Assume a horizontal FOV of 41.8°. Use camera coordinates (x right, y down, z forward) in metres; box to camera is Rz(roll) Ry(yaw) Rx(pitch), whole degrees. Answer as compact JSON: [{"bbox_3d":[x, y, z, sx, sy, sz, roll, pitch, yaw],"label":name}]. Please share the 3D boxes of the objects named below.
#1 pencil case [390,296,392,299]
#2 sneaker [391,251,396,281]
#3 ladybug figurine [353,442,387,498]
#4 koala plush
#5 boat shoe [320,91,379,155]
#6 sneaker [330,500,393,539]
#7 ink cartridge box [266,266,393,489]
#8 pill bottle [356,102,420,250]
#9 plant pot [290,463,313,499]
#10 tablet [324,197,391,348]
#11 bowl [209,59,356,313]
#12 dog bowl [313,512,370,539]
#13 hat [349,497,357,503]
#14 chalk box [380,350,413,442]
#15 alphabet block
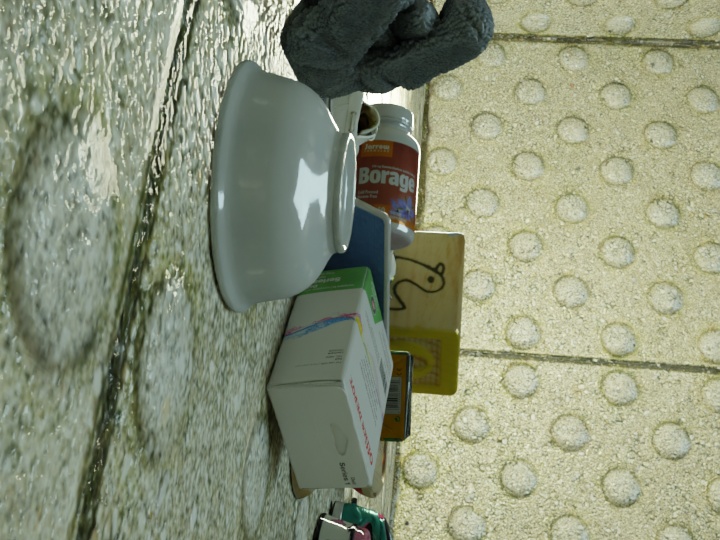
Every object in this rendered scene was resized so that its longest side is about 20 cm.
[{"bbox_3d":[0.000,0.000,1.322,0.201,0.086,0.088,81,14,-59],"label":"pencil case"},{"bbox_3d":[0.017,-0.066,1.498,0.076,0.075,0.202,48,28,-44],"label":"sneaker"},{"bbox_3d":[0.007,0.314,1.604,0.201,0.071,0.137,82,13,-64],"label":"ladybug figurine"},{"bbox_3d":[0.005,-0.285,0.894,0.176,0.183,0.202,17,59,-42],"label":"koala plush"},{"bbox_3d":[-0.009,-0.184,1.189,0.200,0.069,0.072,73,21,-72],"label":"boat shoe"},{"bbox_3d":[0.009,0.468,1.487,0.084,0.119,0.203,-39,132,-82],"label":"sneaker"},{"bbox_3d":[-0.027,0.113,1.018,0.201,0.083,0.146,-76,156,-55],"label":"ink cartridge box"},{"bbox_3d":[0.031,-0.140,1.406,0.112,0.111,0.202,72,22,-74],"label":"pill bottle"},{"bbox_3d":[-0.055,0.180,1.166,0.200,0.027,0.203,4,90,-84],"label":"plant pot"},{"bbox_3d":[-0.011,0.003,1.119,0.014,0.130,0.202,-26,130,-36],"label":"tablet"},{"bbox_3d":[-0.053,-0.065,0.762,0.201,0.089,0.204,3,90,-85],"label":"bowl"},{"bbox_3d":[-0.029,0.455,1.352,0.200,0.073,0.203,3,90,-83],"label":"dog bowl"},{"bbox_3d":[0.011,0.519,1.718,0.201,0.080,0.203,5,90,-84],"label":"hat"},{"bbox_3d":[0.013,0.180,1.373,0.200,0.122,0.126,60,33,-81],"label":"chalk box"},{"bbox_3d":[0.075,0.070,1.571,0.197,0.193,0.202,83,11,-52],"label":"alphabet block"}]
